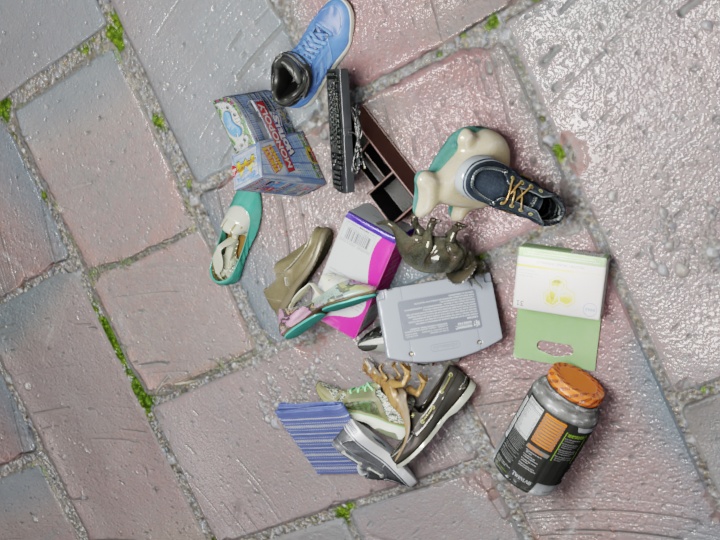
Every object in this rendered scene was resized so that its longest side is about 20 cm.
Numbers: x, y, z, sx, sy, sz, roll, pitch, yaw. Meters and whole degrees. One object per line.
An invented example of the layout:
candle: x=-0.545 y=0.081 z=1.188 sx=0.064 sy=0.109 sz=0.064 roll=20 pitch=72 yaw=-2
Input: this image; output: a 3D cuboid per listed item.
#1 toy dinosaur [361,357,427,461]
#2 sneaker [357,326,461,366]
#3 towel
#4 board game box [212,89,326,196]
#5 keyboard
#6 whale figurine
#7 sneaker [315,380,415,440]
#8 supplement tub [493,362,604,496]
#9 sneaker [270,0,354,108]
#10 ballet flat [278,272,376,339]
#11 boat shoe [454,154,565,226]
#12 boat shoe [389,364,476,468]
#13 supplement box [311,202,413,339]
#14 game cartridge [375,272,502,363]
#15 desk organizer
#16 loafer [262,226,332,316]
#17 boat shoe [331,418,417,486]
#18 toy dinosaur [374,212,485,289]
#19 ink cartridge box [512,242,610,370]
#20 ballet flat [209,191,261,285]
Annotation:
toy dinosaur: x=0.069 y=0.221 z=1.586 sx=0.107 sy=0.060 sz=0.201 roll=-51 pitch=45 yaw=22
sneaker: x=0.087 y=0.132 z=1.598 sx=0.198 sy=0.074 sz=0.080 roll=-4 pitch=107 yaw=23
towel: x=-0.057 y=0.308 z=1.680 sx=0.143 sy=0.024 sz=0.201 roll=-7 pitch=131 yaw=25
board game box: x=-0.162 y=-0.210 z=1.543 sx=0.061 sy=0.200 sz=0.202 roll=-23 pitch=95 yaw=27
keyboard: x=-0.028 y=-0.226 z=1.492 sx=0.127 sy=0.020 sz=0.203 roll=20 pitch=117 yaw=61
whale figurine: x=0.144 y=-0.155 z=1.437 sx=0.103 sy=0.199 sz=0.161 roll=34 pitch=138 yaw=38
sneaker: x=0.015 y=0.230 z=1.662 sx=0.198 sy=0.077 sz=0.090 roll=21 pitch=98 yaw=11
supplement tub: x=0.312 y=0.260 z=1.506 sx=0.122 sy=0.122 sz=0.202 roll=31 pitch=113 yaw=13
sneaker: x=-0.084 y=-0.359 z=1.521 sx=0.076 sy=0.111 sz=0.201 roll=38 pitch=114 yaw=10
ballet flat: x=-0.065 y=0.048 z=1.538 sx=0.199 sy=0.069 sz=0.072 roll=-28 pitch=73 yaw=27
boat shoe: x=0.234 y=-0.121 z=1.393 sx=0.091 sy=0.199 sz=0.072 roll=33 pitch=106 yaw=43
boat shoe: x=0.115 y=0.254 z=1.594 sx=0.060 sy=0.072 sz=0.202 roll=41 pitch=91 yaw=-2
supplement box: x=0.000 y=0.000 z=1.583 sx=0.100 sy=0.103 sz=0.202 roll=29 pitch=111 yaw=13
game cartridge: x=0.131 y=0.084 z=1.524 sx=0.197 sy=0.041 sz=0.135 roll=-9 pitch=78 yaw=-4
desk organizer: x=0.027 y=-0.178 z=1.539 sx=0.072 sy=0.077 sz=0.201 roll=-39 pitch=86 yaw=26
loafer: x=-0.119 y=-0.004 z=1.647 sx=0.067 sy=0.076 sz=0.201 roll=35 pitch=114 yaw=4
boat shoe: x=0.025 y=0.341 z=1.631 sx=0.068 sy=0.072 sz=0.200 roll=-44 pitch=127 yaw=3
toy dinosaur: x=0.116 y=-0.033 z=1.465 sx=0.197 sy=0.077 sz=0.104 roll=13 pitch=101 yaw=-4
ink cartridge box: x=0.322 y=0.064 z=1.494 sx=0.144 sy=0.048 sz=0.203 roll=9 pitch=104 yaw=20
ballet flat: x=-0.233 y=-0.060 z=1.684 sx=0.067 sy=0.070 sz=0.202 roll=24 pitch=111 yaw=16
